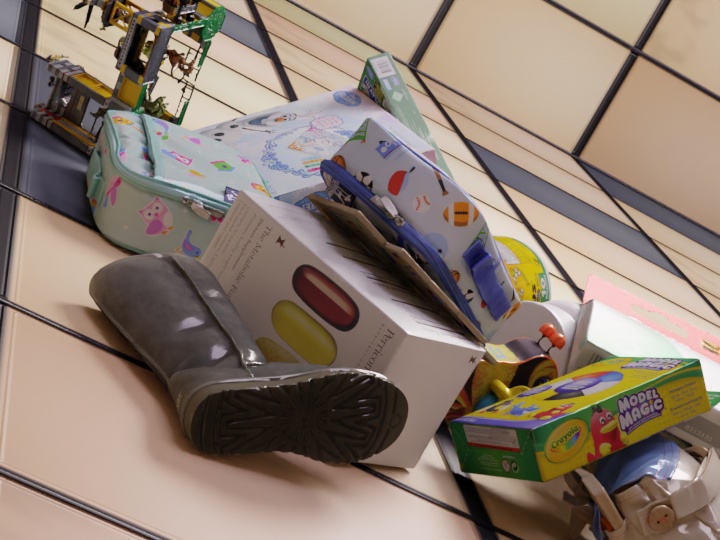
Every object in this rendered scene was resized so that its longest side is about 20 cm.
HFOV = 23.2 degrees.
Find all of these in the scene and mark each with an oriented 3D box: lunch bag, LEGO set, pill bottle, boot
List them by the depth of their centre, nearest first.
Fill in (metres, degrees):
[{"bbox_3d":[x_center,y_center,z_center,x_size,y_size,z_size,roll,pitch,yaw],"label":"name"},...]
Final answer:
[{"bbox_3d":[-0.081,0.057,1.231,0.180,0.073,0.200,8,17,-29],"label":"boot"},{"bbox_3d":[0.052,-0.025,1.405,0.160,0.076,0.200,43,-7,32],"label":"lunch bag"},{"bbox_3d":[-0.159,-0.069,1.514,0.159,0.078,0.200,21,15,-20],"label":"lunch bag"},{"bbox_3d":[-0.226,-0.198,1.657,0.115,0.201,0.154,32,33,16],"label":"LEGO set"},{"bbox_3d":[0.206,0.090,1.659,0.114,0.115,0.199,40,15,35],"label":"pill bottle"},{"bbox_3d":[0.106,0.022,1.694,0.112,0.113,0.200,35,13,19],"label":"pill bottle"}]

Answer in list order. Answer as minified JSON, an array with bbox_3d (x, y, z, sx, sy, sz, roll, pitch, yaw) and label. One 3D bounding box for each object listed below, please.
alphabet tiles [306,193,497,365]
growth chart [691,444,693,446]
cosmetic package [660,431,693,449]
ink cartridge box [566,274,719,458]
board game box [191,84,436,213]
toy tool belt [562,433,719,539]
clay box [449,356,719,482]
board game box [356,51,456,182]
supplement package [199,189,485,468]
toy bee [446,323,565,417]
[{"bbox_3d":[0.031,0.005,1.378,0.166,0.006,0.200,46,-7,-18],"label":"alphabet tiles"},{"bbox_3d":[0.344,0.166,1.576,0.144,0.018,0.200,26,18,-16],"label":"growth chart"},{"bbox_3d":[0.326,0.206,1.587,0.199,0.074,0.104,30,14,0],"label":"cosmetic package"},{"bbox_3d":[0.271,0.067,1.565,0.160,0.050,0.200,27,32,-1],"label":"ink cartridge box"},{"bbox_3d":[-0.055,-0.109,1.719,0.197,0.044,0.200,-18,30,-17],"label":"board game box"},{"bbox_3d":[0.217,0.171,1.378,0.123,0.125,0.200,37,12,-6],"label":"toy tool belt"},{"bbox_3d":[0.183,0.110,1.380,0.199,0.048,0.115,-20,9,-30],"label":"clay box"},{"bbox_3d":[0.046,-0.103,1.798,0.029,0.135,0.201,-17,67,-22],"label":"board game box"},{"bbox_3d":[-0.025,0.044,1.324,0.200,0.114,0.109,39,14,35],"label":"supplement package"},{"bbox_3d":[0.120,0.087,1.503,0.131,0.109,0.199,37,14,33],"label":"toy bee"}]
